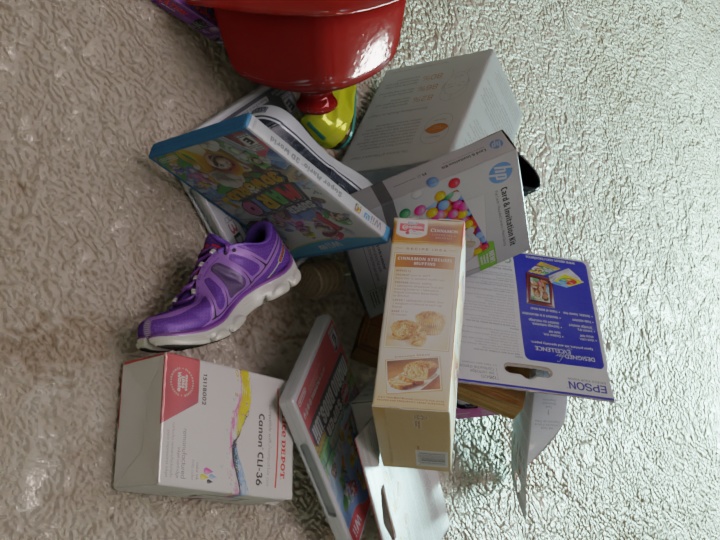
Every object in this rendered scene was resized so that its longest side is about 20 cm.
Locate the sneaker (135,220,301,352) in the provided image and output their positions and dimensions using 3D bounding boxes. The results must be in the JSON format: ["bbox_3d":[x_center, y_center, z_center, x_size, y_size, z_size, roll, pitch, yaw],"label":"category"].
[{"bbox_3d":[-0.142,0.014,1.001,0.200,0.080,0.084,-39,113,-48],"label":"sneaker"}]

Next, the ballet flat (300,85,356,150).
[{"bbox_3d":[-0.033,-0.224,1.215,0.067,0.067,0.201,29,47,-25],"label":"ballet flat"}]

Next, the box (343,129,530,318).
[{"bbox_3d":[0.078,-0.046,1.140,0.156,0.199,0.041,73,-8,-46],"label":"box"}]

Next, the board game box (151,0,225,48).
[{"bbox_3d":[-0.156,-0.306,1.132,0.200,0.032,0.120,26,64,-43],"label":"board game box"}]

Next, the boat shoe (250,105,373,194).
[{"bbox_3d":[-0.056,-0.077,1.119,0.200,0.071,0.091,39,55,-29],"label":"boat shoe"}]

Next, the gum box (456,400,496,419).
[{"bbox_3d":[0.138,0.079,1.332,0.114,0.066,0.200,47,47,-32],"label":"gum box"}]

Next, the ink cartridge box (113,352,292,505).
[{"bbox_3d":[-0.126,0.153,0.992,0.200,0.067,0.117,19,64,-46],"label":"ink cartridge box"}]

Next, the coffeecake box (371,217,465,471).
[{"bbox_3d":[0.061,0.073,1.044,0.154,0.073,0.201,80,15,-59],"label":"coffeecake box"}]

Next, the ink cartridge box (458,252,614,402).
[{"bbox_3d":[0.174,0.062,1.203,0.197,0.047,0.201,9,51,-11],"label":"ink cartridge box"}]

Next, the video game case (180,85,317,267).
[{"bbox_3d":[-0.099,-0.091,1.135,0.200,0.023,0.182,-45,114,-47],"label":"video game case"}]

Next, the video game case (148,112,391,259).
[{"bbox_3d":[-0.085,-0.073,1.018,0.200,0.143,0.018,37,58,-37],"label":"video game case"}]

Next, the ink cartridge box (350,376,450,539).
[{"bbox_3d":[0.032,0.227,1.128,0.176,0.045,0.201,-40,119,-61],"label":"ink cartridge box"}]

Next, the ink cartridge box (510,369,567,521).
[{"bbox_3d":[0.219,0.186,1.306,0.160,0.047,0.201,-75,167,-82],"label":"ink cartridge box"}]

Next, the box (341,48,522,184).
[{"bbox_3d":[0.085,-0.150,1.263,0.106,0.152,0.200,57,42,-36],"label":"box"}]

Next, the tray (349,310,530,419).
[{"bbox_3d":[0.097,0.087,1.218,0.199,0.037,0.099,20,56,-3],"label":"tray"}]

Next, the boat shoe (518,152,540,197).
[{"bbox_3d":[0.178,-0.163,1.460,0.200,0.062,0.075,40,52,-34],"label":"boat shoe"}]

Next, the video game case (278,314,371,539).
[{"bbox_3d":[-0.025,0.166,1.089,0.143,0.017,0.201,-67,144,-55],"label":"video game case"}]

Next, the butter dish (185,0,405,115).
[{"bbox_3d":[-0.048,-0.235,1.105,0.199,0.199,0.148,-32,128,-49],"label":"butter dish"}]

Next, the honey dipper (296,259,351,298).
[{"bbox_3d":[0.000,0.000,1.220,0.200,0.038,0.038,-11,88,-54],"label":"honey dipper"}]
